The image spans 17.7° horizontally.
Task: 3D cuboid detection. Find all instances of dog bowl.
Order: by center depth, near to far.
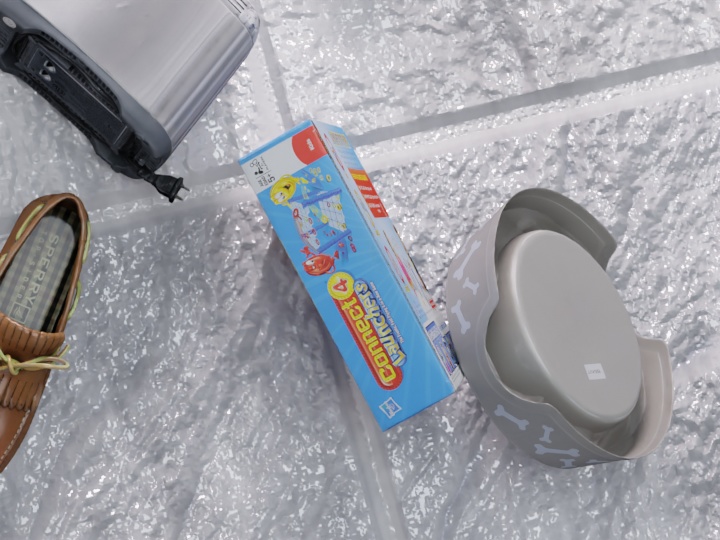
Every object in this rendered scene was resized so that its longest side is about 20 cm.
[{"bbox_3d":[0.136,0.046,1.608,0.199,0.058,0.201,31,45,-36],"label":"dog bowl"}]

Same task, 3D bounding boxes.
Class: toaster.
[{"bbox_3d":[-0.158,-0.159,1.579,0.200,0.114,0.129,41,70,-4],"label":"toaster"}]

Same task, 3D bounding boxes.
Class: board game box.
[{"bbox_3d":[0.000,0.000,1.550,0.056,0.200,0.197,-29,88,5],"label":"board game box"}]

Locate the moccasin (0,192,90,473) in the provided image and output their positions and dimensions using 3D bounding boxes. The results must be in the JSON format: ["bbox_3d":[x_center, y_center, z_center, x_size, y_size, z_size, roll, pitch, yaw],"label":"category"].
[{"bbox_3d":[-0.227,0.044,1.542,0.073,0.078,0.203,28,74,-10],"label":"moccasin"}]
